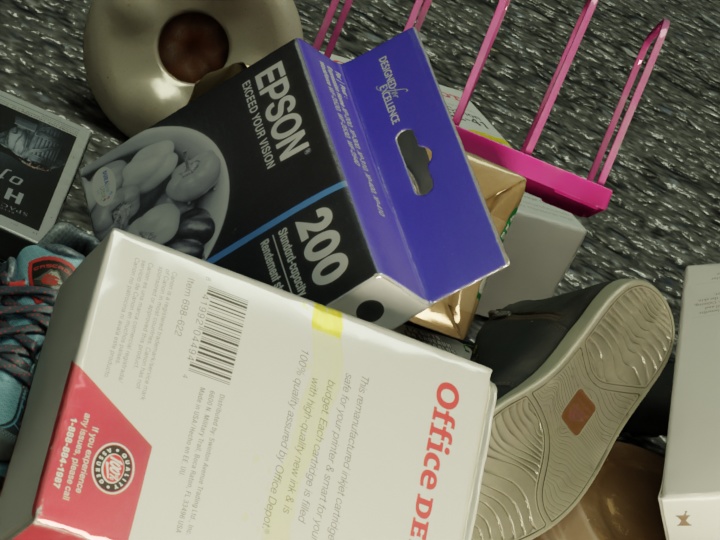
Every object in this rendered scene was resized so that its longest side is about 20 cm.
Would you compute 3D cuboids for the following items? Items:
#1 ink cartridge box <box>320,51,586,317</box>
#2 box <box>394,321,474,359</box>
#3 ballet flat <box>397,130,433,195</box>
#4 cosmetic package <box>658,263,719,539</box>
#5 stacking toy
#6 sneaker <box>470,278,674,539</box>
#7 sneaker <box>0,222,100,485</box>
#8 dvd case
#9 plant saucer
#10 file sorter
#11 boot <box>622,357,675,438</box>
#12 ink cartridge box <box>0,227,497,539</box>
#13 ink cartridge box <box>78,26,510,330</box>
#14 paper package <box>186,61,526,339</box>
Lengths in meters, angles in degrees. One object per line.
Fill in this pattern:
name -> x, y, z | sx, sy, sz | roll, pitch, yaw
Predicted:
ink cartridge box -> 0.040, -0.058, 1.707 | 0.147, 0.086, 0.200 | 13, 26, -34
box -> -0.004, 0.062, 1.427 | 0.200, 0.040, 0.137 | 20, 22, -21
ballet flat -> 0.000, 0.000, 1.318 | 0.073, 0.201, 0.073 | 14, -18, 5
cosmetic package -> 0.223, 0.083, 1.347 | 0.107, 0.085, 0.200 | -3, 37, 16
stacking toy -> -0.113, -0.150, 1.730 | 0.146, 0.146, 0.200 | 27, 1, -3
sneaker -> 0.080, 0.084, 1.359 | 0.200, 0.106, 0.075 | -43, 110, -31
sneaker -> -0.170, 0.030, 1.214 | 0.079, 0.096, 0.200 | 26, 20, -3
dvd case -> -0.242, -0.072, 1.471 | 0.150, 0.025, 0.200 | 24, 20, -8
plant saucer -> 0.175, 0.164, 1.373 | 0.200, 0.029, 0.200 | 31, 25, -16
file sorter -> 0.074, -0.128, 1.514 | 0.200, 0.126, 0.139 | 23, -1, 1
boot -> 0.223, 0.085, 1.514 | 0.199, 0.066, 0.165 | 11, 3, 23
ink cartridge box -> -0.052, 0.089, 1.145 | 0.200, 0.083, 0.146 | 21, 63, -17
ink cartridge box -> -0.041, -0.028, 1.283 | 0.043, 0.200, 0.198 | 50, 14, -43
paper package -> -0.017, -0.043, 1.476 | 0.190, 0.104, 0.200 | 21, -1, -8
